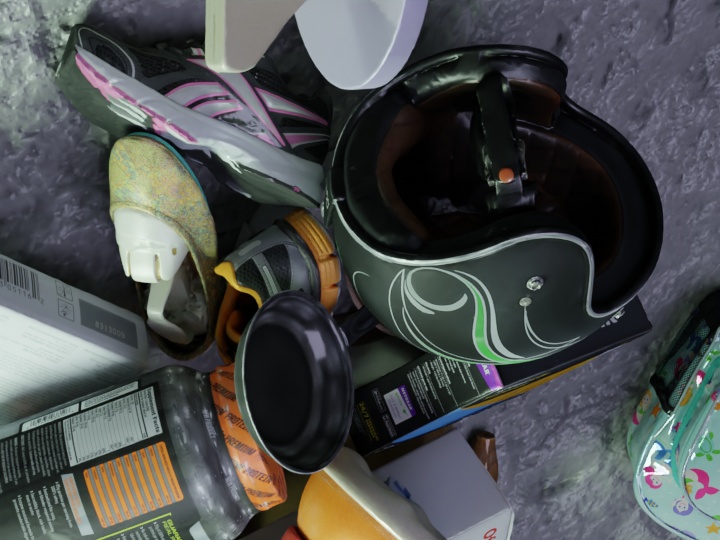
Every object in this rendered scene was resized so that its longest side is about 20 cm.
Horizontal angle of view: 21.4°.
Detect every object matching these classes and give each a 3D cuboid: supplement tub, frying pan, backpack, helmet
[{"bbox_3d":[-0.156,0.138,1.238,0.198,0.123,0.123,-19,133,2],"label":"supplement tub"},{"bbox_3d":[-0.032,0.043,1.223,0.031,0.191,0.115,-10,132,34],"label":"frying pan"},{"bbox_3d":[0.323,0.142,1.604,0.177,0.151,0.201,26,116,-11],"label":"backpack"},{"bbox_3d":[0.085,-0.033,1.205,0.200,0.200,0.191,-41,148,2],"label":"helmet"}]

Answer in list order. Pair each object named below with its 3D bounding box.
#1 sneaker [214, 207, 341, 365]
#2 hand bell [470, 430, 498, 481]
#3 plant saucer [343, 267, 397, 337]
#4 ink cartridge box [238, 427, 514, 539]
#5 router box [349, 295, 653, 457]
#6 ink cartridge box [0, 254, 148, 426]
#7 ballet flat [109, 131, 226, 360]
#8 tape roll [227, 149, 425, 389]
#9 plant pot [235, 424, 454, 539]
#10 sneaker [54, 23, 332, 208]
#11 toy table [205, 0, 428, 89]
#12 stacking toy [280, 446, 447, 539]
[{"bbox_3d":[-0.062,0.052,1.296,0.077,0.078,0.201,-21,129,-29],"label":"sneaker"},{"bbox_3d":[0.086,0.228,1.587,0.103,0.104,0.202,-3,111,-30],"label":"hand bell"},{"bbox_3d":[0.069,-0.043,1.342,0.199,0.037,0.202,-17,130,-22],"label":"plant saucer"},{"bbox_3d":[0.009,0.225,1.458,0.199,0.086,0.147,-27,152,-17],"label":"ink cartridge box"},{"bbox_3d":[0.099,0.068,1.389,0.149,0.051,0.199,-31,171,40],"label":"router box"},{"bbox_3d":[-0.263,0.069,1.256,0.199,0.048,0.160,-34,139,30],"label":"ink cartridge box"},{"bbox_3d":[-0.127,-0.006,1.246,0.070,0.071,0.201,-28,147,-11],"label":"ballet flat"},{"bbox_3d":[0.000,0.000,1.380,0.201,0.037,0.204,-17,131,-21],"label":"tape roll"},{"bbox_3d":[-0.017,0.163,1.480,0.199,0.028,0.201,-22,140,-19],"label":"plant pot"},{"bbox_3d":[-0.102,-0.114,1.218,0.199,0.080,0.087,27,73,-33],"label":"sneaker"},{"bbox_3d":[-0.038,-0.207,1.115,0.116,0.183,0.202,-6,89,-38],"label":"toy table"},{"bbox_3d":[-0.029,0.235,1.313,0.200,0.146,0.146,-48,134,-3],"label":"stacking toy"}]
